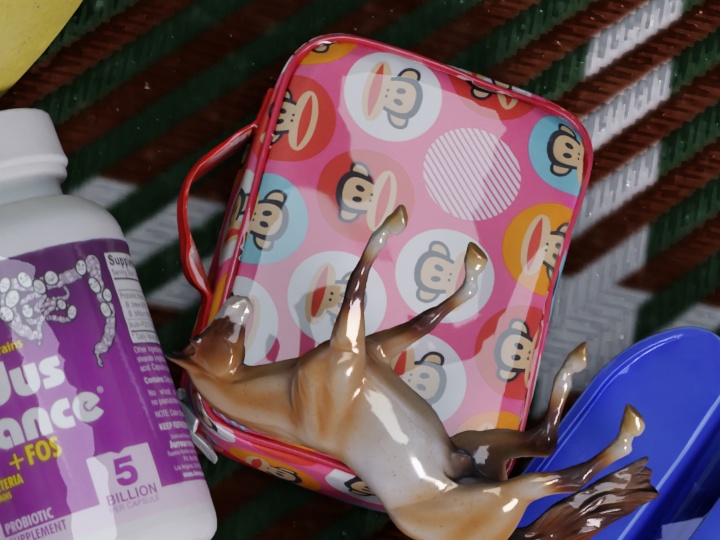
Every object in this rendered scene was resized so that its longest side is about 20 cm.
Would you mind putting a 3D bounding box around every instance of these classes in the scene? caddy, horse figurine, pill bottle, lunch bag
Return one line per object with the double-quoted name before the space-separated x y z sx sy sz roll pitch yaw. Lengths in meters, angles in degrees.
"caddy" 0.141 0.125 1.200 0.141 0.105 0.200 33 74 21
"horse figurine" 0.031 0.061 1.126 0.200 0.050 0.133 40 111 -11
"pill bottle" -0.142 0.037 1.158 0.112 0.112 0.201 -18 82 -14
"lunch bag" 0.000 0.000 1.208 0.176 0.082 0.201 19 76 -6

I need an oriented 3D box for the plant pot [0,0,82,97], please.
"plant pot" -0.197 -0.147 1.162 0.199 0.200 0.143 14 100 -7
